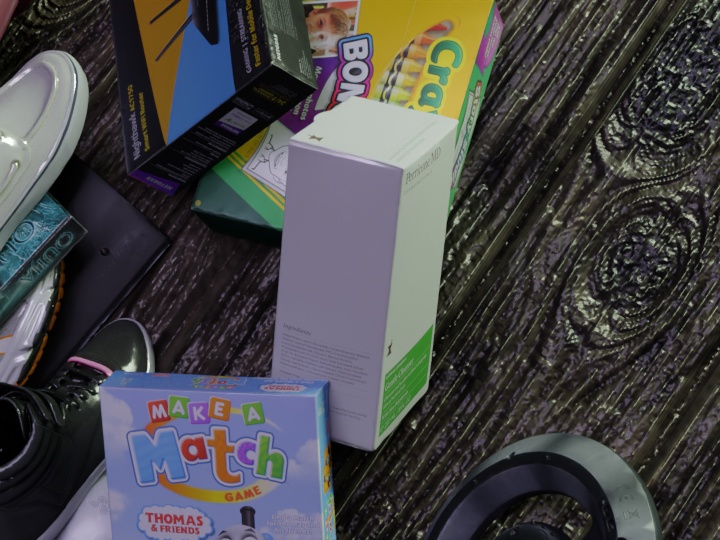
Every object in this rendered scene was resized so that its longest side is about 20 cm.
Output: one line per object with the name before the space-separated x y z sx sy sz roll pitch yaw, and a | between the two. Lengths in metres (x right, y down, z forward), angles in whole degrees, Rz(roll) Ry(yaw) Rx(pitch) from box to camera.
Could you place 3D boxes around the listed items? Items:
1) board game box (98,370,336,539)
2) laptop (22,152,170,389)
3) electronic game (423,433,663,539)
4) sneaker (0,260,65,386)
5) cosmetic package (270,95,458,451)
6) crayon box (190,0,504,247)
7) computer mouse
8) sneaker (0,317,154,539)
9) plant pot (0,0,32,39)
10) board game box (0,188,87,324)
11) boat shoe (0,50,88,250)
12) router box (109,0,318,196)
board game box | -0.090 0.169 1.302 0.150 0.037 0.202 1 105 16
laptop | -0.278 -0.019 1.478 0.188 0.116 0.200 -49 39 -4
electronic game | 0.107 0.199 1.253 0.199 0.041 0.202 -26 49 34
sneaker | -0.276 0.060 1.391 0.091 0.076 0.202 24 87 -2
cosmetic package | 0.000 0.000 1.294 0.084 0.108 0.202 15 118 18
crayon box | -0.007 -0.110 1.408 0.171 0.058 0.202 13 77 18
computer mouse | -0.224 0.208 1.374 0.200 0.044 0.110 -43 67 -1
sneaker | -0.206 0.093 1.352 0.070 0.100 0.201 15 56 23
plant pot | -0.337 -0.194 1.434 0.198 0.200 0.181 0 64 15
board game box | -0.300 0.005 1.382 0.200 0.028 0.135 -47 57 -5
boat shoe | -0.258 -0.073 1.344 0.071 0.070 0.201 25 76 31
router box | -0.110 -0.174 1.407 0.149 0.051 0.202 -34 49 30
